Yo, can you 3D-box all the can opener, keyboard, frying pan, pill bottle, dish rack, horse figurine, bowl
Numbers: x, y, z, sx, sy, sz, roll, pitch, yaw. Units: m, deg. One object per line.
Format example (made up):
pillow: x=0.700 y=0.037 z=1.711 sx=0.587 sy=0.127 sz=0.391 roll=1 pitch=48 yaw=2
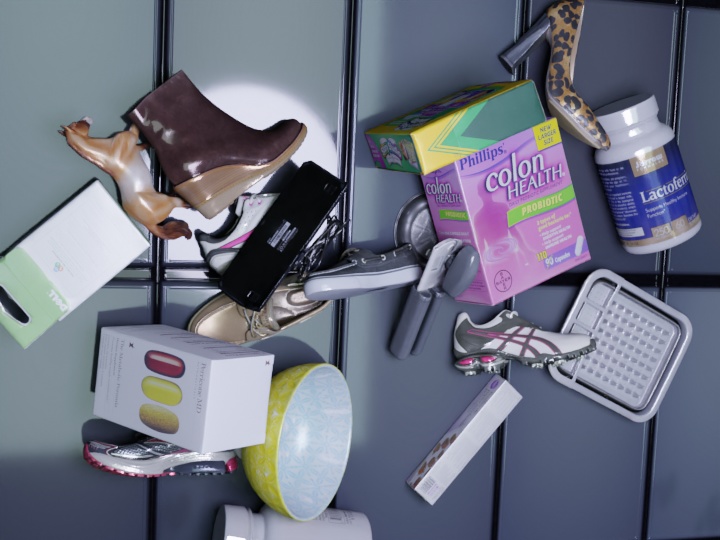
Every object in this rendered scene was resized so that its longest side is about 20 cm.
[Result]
can opener: x=0.092 y=0.042 z=1.440 sx=0.052 sy=0.067 sz=0.202 roll=-12 pitch=139 yaw=-38
keyboard: x=-0.084 y=-0.032 z=1.366 sx=0.104 sy=0.040 sz=0.201 roll=33 pitch=85 yaw=28
frying pan: x=0.116 y=-0.016 z=1.507 sx=0.114 sy=0.031 sz=0.193 roll=-24 pitch=100 yaw=-11
pill bottle: x=-0.092 y=0.366 z=1.445 sx=0.197 sy=0.114 sz=0.116 roll=11 pitch=94 yaw=-16
pill bottle: x=0.392 y=-0.135 z=1.525 sx=0.114 sy=0.116 sz=0.203 roll=-24 pitch=102 yaw=-12
dish rack: x=0.369 y=0.108 z=1.585 sx=0.198 sy=0.043 sz=0.174 roll=27 pitch=88 yaw=-17
horse figurine: x=-0.266 y=-0.116 z=1.349 sx=0.132 sy=0.049 sz=0.202 roll=-40 pitch=109 yaw=-42
bowl: x=-0.100 y=0.214 z=1.417 sx=0.106 sy=0.199 sz=0.204 roll=5 pitch=97 yaw=26

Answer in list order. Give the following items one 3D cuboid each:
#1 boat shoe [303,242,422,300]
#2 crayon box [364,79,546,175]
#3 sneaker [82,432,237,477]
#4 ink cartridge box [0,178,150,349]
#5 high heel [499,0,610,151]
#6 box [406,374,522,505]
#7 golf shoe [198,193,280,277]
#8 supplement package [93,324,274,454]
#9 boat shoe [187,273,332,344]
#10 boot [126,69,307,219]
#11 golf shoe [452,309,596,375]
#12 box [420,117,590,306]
boat shoe: x=0.000 y=0.000 z=1.415 sx=0.198 sy=0.068 sz=0.058 roll=-7 pitch=80 yaw=-45
crayon box: x=0.115 y=-0.182 z=1.395 sx=0.171 sy=0.200 sz=0.059 roll=-25 pitch=103 yaw=-11
sneaker: x=-0.256 y=0.226 z=1.406 sx=0.197 sy=0.080 sz=0.076 roll=2 pitch=82 yaw=-24
ink cartridge box: x=-0.367 y=-0.010 z=1.349 sx=0.199 sy=0.059 sz=0.104 roll=-41 pitch=104 yaw=-9
high heel: x=0.302 y=-0.269 z=1.478 sx=0.142 sy=0.071 sz=0.200 roll=-41 pitch=77 yaw=-2
box: x=0.145 y=0.237 z=1.537 sx=0.041 sy=0.039 sz=0.201 roll=42 pitch=84 yaw=-18
golf shoe: x=-0.115 y=-0.069 z=1.409 sx=0.199 sy=0.073 sz=0.093 roll=-40 pitch=104 yaw=-8
supplement package: x=-0.215 y=0.138 z=1.326 sx=0.109 sy=0.198 sz=0.116 roll=0 pitch=97 yaw=-52
boat shoe: x=-0.129 y=0.055 z=1.423 sx=0.197 sy=0.065 sz=0.073 roll=-18 pitch=101 yaw=-13
boot: x=-0.172 y=-0.181 z=1.364 sx=0.200 sy=0.072 sz=0.167 roll=-42 pitch=104 yaw=-29
golf shoe: x=0.224 y=0.094 z=1.504 sx=0.196 sy=0.077 sz=0.090 roll=-5 pitch=81 yaw=5
box: x=0.193 y=-0.080 z=1.466 sx=0.174 sy=0.096 sz=0.203 roll=-22 pitch=102 yaw=-25
